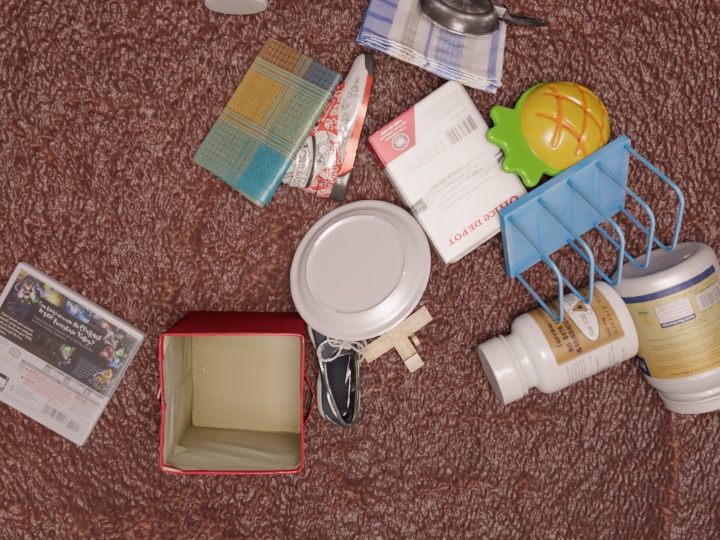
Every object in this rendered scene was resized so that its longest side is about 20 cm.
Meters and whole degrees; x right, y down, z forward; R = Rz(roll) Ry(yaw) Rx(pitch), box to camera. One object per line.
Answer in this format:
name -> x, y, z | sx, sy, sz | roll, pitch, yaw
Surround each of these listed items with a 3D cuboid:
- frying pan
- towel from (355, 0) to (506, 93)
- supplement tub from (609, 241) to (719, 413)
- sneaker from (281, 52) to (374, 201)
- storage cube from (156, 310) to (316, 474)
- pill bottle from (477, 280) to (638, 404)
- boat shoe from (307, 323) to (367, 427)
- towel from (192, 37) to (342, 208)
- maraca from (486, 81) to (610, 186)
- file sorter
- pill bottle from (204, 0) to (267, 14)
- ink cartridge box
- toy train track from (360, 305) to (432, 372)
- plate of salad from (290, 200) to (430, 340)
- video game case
frying pan -> 0.169, -0.338, 0.926 | 0.187, 0.116, 0.031 | 12, 135, -3
towel -> 0.100, -0.316, 0.923 | 0.197, 0.024, 0.149 | 18, 54, -4
supplement tub -> 0.444, 0.078, 0.960 | 0.143, 0.144, 0.203 | -24, 96, -1
sneaker -> -0.050, -0.204, 0.944 | 0.106, 0.067, 0.205 | 13, 97, -7
storage cube -> -0.156, 0.151, 0.915 | 0.196, 0.180, 0.174 | 0, 95, -4
pill bottle -> 0.269, 0.104, 0.968 | 0.197, 0.114, 0.116 | -24, 96, -1
boat shoe -> -0.032, 0.115, 0.964 | 0.074, 0.062, 0.204 | 0, 91, -29
towel -> -0.125, -0.199, 0.929 | 0.146, 0.022, 0.202 | 34, 92, 28
maraca -> 0.253, -0.184, 0.930 | 0.198, 0.107, 0.139 | -22, 79, -26
file sorter -> 0.302, -0.048, 0.914 | 0.198, 0.139, 0.123 | -31, 53, -6
pill bottle -> -0.162, -0.443, 0.892 | 0.109, 0.111, 0.204 | -1, 95, -3
ink cartridge box -> 0.119, -0.133, 0.952 | 0.146, 0.083, 0.202 | -33, 96, 0
toy train track -> 0.029, 0.058, 0.990 | 0.114, 0.033, 0.202 | -33, 95, 0
plate of salad -> 0.000, 0.000, 0.935 | 0.197, 0.048, 0.203 | -8, 65, 17
video game case -> -0.430, 0.117, 0.975 | 0.198, 0.023, 0.184 | 31, 93, -5
